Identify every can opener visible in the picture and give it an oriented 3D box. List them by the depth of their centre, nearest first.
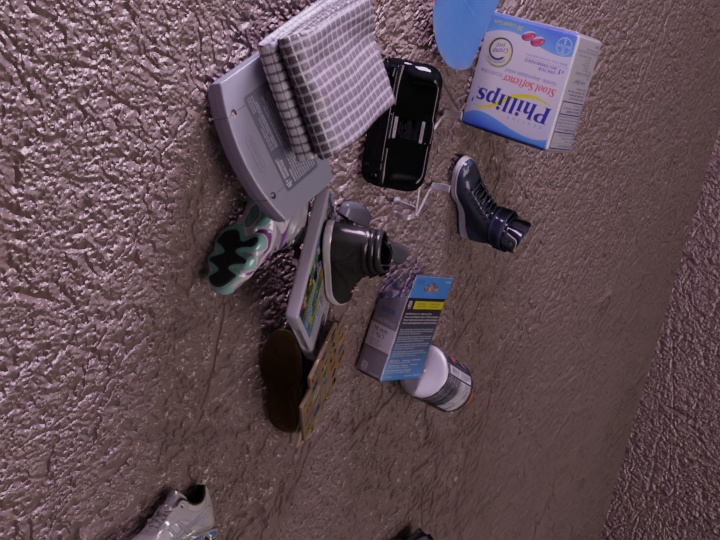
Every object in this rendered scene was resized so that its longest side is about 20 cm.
[{"bbox_3d":[0.024,-0.056,1.618,0.199,0.052,0.067,29,84,-59],"label":"can opener"}]

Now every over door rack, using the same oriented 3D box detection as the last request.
[{"bbox_3d":[0.104,-0.182,1.658,0.200,0.066,0.150,-38,140,-59],"label":"over door rack"}]

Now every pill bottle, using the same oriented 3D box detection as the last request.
[{"bbox_3d":[0.159,0.220,1.958,0.108,0.105,0.200,-63,149,-5],"label":"pill bottle"}]

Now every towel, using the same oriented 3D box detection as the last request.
[{"bbox_3d":[-0.034,-0.257,1.288,0.200,0.084,0.168,-47,123,-45],"label":"towel"}]

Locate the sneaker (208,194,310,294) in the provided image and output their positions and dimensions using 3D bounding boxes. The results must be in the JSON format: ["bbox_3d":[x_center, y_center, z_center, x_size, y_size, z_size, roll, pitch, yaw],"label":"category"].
[{"bbox_3d":[-0.125,-0.038,1.378,0.202,0.077,0.140,-60,148,-10],"label":"sneaker"}]

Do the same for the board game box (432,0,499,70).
[{"bbox_3d":[0.158,-0.431,1.596,0.158,0.038,0.203,38,72,-53],"label":"board game box"}]

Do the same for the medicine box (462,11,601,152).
[{"bbox_3d":[0.299,-0.330,1.736,0.102,0.180,0.204,-5,114,-54],"label":"medicine box"}]

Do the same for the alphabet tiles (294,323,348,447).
[{"bbox_3d":[-0.063,0.189,1.632,0.166,0.006,0.203,-13,122,-78],"label":"alphabet tiles"}]

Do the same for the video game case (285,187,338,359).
[{"bbox_3d":[-0.065,0.007,1.452,0.183,0.022,0.203,75,26,-66],"label":"video game case"}]

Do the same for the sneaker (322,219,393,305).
[{"bbox_3d":[0.000,0.000,1.466,0.201,0.097,0.072,84,16,-59],"label":"sneaker"}]

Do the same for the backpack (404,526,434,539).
[{"bbox_3d":[0.105,0.690,2.146,0.198,0.152,0.179,-17,129,-44],"label":"backpack"}]

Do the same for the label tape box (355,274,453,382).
[{"bbox_3d":[0.082,0.095,1.796,0.143,0.063,0.203,5,106,-57],"label":"label tape box"}]

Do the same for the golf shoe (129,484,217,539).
[{"bbox_3d":[-0.287,0.369,1.424,0.199,0.077,0.099,-11,102,-60],"label":"golf shoe"}]

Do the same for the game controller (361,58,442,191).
[{"bbox_3d":[0.063,-0.223,1.527,0.042,0.102,0.203,-93,-168,-68],"label":"game controller"}]

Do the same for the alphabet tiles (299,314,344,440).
[{"bbox_3d":[-0.058,0.168,1.544,0.201,0.006,0.168,91,20,-60],"label":"alphabet tiles"}]

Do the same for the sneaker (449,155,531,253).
[{"bbox_3d":[0.246,-0.118,1.833,0.077,0.145,0.204,-48,143,-24],"label":"sneaker"}]

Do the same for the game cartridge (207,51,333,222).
[{"bbox_3d":[-0.118,-0.173,1.281,0.133,0.040,0.202,-45,121,-38],"label":"game cartridge"}]

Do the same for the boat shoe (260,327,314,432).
[{"bbox_3d":[-0.109,0.161,1.551,0.072,0.071,0.203,-50,148,-47],"label":"boat shoe"}]
